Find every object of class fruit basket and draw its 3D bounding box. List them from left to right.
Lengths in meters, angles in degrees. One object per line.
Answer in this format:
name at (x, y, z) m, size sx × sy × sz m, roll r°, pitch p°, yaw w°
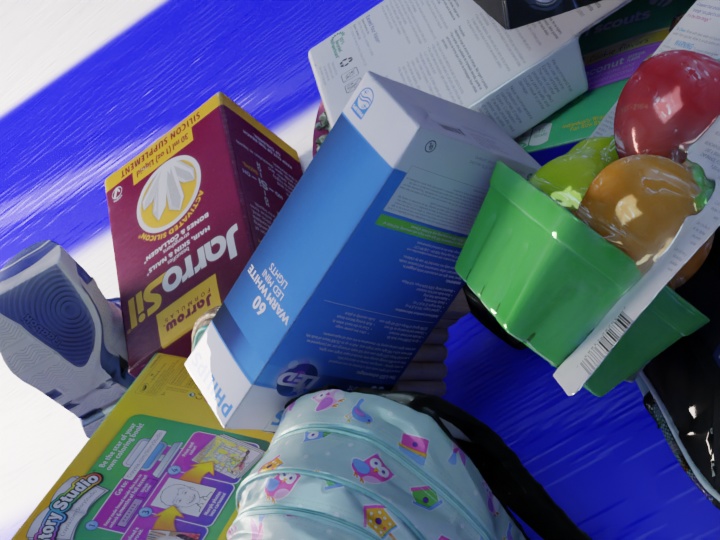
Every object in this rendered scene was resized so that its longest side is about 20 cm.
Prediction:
fruit basket at (0.141, -0.042, 0.635) m, size 0.200 × 0.094 × 0.185 m, roll -47°, pitch 17°, yaw 4°

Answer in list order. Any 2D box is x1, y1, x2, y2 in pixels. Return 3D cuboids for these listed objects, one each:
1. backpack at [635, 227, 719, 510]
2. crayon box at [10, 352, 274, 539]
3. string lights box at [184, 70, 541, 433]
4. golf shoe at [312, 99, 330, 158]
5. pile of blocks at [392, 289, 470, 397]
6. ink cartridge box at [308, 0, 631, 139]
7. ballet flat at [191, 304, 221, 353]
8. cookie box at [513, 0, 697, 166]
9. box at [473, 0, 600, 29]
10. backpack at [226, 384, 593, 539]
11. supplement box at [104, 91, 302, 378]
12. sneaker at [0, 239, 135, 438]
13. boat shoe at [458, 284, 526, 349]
backpack at (0.225, 0.029, 0.648) m, size 0.178 × 0.150 × 0.200 m, roll -45°, pitch 36°, yaw 14°
crayon box at (-0.109, 0.136, 0.786) m, size 0.119 × 0.058 × 0.200 m, roll 9°, pitch 36°, yaw 18°
string lights box at (0.000, 0.000, 0.732) m, size 0.200 × 0.103 × 0.059 m, roll -56°, pitch 48°, yaw 20°
golf shoe at (0.035, -0.149, 0.997) m, size 0.075 × 0.092 × 0.200 m, roll 39°, pitch 116°, yaw 8°
pile of blocks at (0.009, 0.080, 0.828) m, size 0.082 × 0.062 × 0.201 m, roll 14°, pitch 96°, yaw 44°
ink cartridge box at (0.068, -0.139, 0.834) m, size 0.200 × 0.043 × 0.197 m, roll -31°, pitch 32°, yaw 10°
ballet flat at (-0.089, 0.099, 0.925) m, size 0.070 × 0.065 × 0.200 m, roll 32°, pitch 130°, yaw 16°
cookie box at (0.174, -0.126, 0.813) m, size 0.171 × 0.075 × 0.200 m, roll -12°, pitch 42°, yaw 37°
box at (0.142, -0.214, 0.778) m, size 0.200 × 0.044 × 0.160 m, roll -19°, pitch 35°, yaw -9°
backpack at (0.021, 0.156, 0.707) m, size 0.167 × 0.200 × 0.127 m, roll -13°, pitch 35°, yaw 32°
supplement box at (-0.108, -0.012, 1.007) m, size 0.131 × 0.103 × 0.200 m, roll -34°, pitch 48°, yaw 20°
sneaker at (-0.206, 0.050, 1.006) m, size 0.080 × 0.200 × 0.115 m, roll -24°, pitch 36°, yaw 7°
boat shoe at (0.065, -0.025, 0.891) m, size 0.074 × 0.076 × 0.200 m, roll -49°, pitch 52°, yaw -2°
